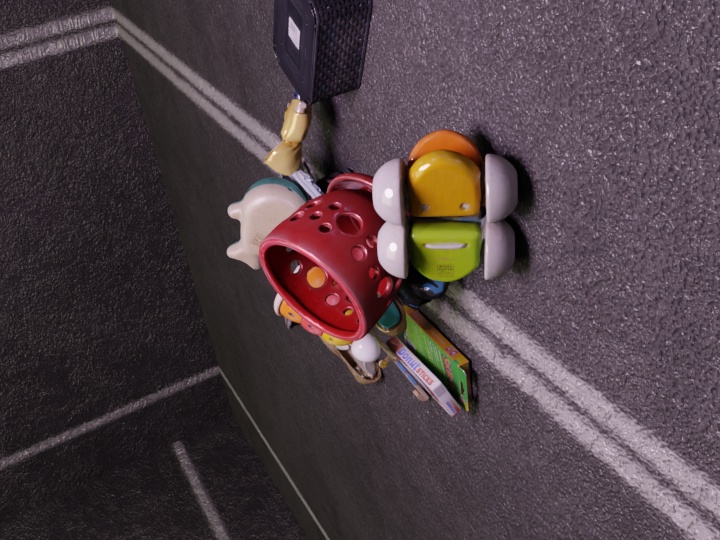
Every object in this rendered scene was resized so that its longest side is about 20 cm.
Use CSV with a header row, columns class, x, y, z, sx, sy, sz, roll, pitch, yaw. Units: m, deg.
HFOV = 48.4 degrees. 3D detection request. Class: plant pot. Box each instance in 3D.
class,x,y,z,sx,sy,sz,roll,pitch,yaw
plant pot,-0.019,-0.025,1.173,0.200,0.183,0.201,31,149,21

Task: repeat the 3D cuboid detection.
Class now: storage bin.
class,x,y,z,sx,sy,sz,roll,pitch,yaw
storage bin,-0.063,-0.370,1.222,0.135,0.093,0.200,58,159,25

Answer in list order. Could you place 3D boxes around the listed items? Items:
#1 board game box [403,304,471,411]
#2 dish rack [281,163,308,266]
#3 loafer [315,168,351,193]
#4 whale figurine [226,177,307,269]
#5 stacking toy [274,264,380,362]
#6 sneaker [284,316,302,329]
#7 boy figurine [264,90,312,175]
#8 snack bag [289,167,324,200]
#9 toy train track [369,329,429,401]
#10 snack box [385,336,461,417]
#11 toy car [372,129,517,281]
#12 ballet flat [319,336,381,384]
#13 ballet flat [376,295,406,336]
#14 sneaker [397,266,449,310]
class,x,y,z,sx,sy,sz,roll,pitch,yaw
board game box,0.132,0.146,1.366,0.200,0.030,0.096,49,156,48
dish rack,-0.131,-0.111,1.680,0.200,0.054,0.154,88,174,-56
loafer,-0.026,-0.124,1.385,0.200,0.063,0.072,-127,28,-62
whale figurine,-0.181,-0.094,1.541,0.200,0.159,0.104,-52,22,35
stacking toy,-0.039,0.079,1.391,0.200,0.146,0.146,43,154,15
sneaker,-0.052,0.095,1.546,0.077,0.199,0.082,88,-176,-55
boy figurine,-0.116,-0.267,1.386,0.124,0.064,0.201,-128,53,-69
snack bag,-0.075,-0.125,1.488,0.189,0.021,0.200,51,177,-28
toy train track,0.056,0.174,1.474,0.200,0.033,0.115,50,177,-21
snack box,0.106,0.179,1.384,0.072,0.024,0.200,52,176,-27
toy car,0.109,-0.085,1.026,0.150,0.174,0.201,-82,-12,-50
ballet flat,-0.018,0.162,1.680,0.200,0.071,0.065,50,155,-24
ballet flat,0.018,0.027,1.321,0.200,0.068,0.063,65,-172,28
sneaker,0.099,0.022,1.269,0.200,0.073,0.082,-144,32,-73
